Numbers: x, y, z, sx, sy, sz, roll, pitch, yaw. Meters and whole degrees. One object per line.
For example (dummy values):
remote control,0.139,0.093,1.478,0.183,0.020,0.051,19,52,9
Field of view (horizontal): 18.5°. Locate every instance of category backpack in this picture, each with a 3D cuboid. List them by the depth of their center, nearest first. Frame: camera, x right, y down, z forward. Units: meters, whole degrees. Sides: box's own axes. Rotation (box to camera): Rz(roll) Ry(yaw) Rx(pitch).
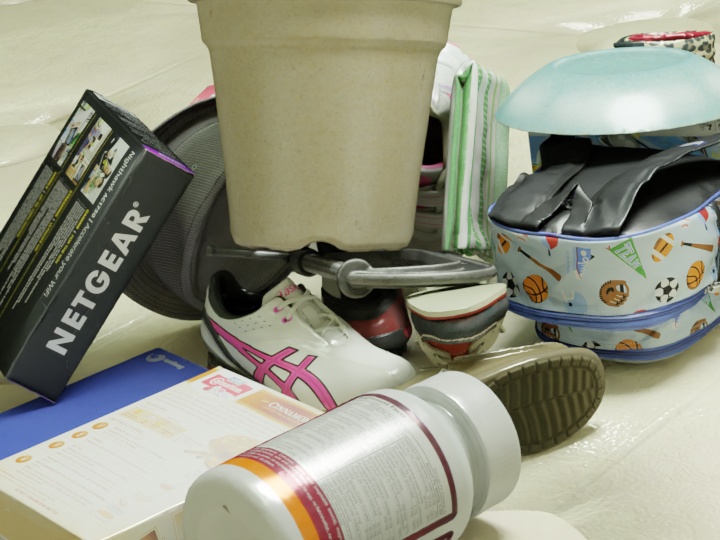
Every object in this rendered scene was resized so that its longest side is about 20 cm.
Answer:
backpack,0.184,-0.018,1.619,0.199,0.155,0.190,2,14,37

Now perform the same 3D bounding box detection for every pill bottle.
pill bottle,-0.002,0.137,1.348,0.199,0.110,0.109,-23,26,-39

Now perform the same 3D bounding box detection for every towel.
towel,0.095,-0.084,1.735,0.023,0.154,0.200,2,0,13

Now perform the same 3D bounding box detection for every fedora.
fedora,-0.103,-0.036,1.720,0.200,0.177,0.090,-51,29,5

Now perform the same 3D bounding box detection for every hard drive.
hard drive,-0.195,0.115,1.599,0.199,0.026,0.132,-23,25,-32

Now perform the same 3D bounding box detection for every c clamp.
c clamp,0.000,0.000,1.586,0.170,0.027,0.200,-1,5,-23

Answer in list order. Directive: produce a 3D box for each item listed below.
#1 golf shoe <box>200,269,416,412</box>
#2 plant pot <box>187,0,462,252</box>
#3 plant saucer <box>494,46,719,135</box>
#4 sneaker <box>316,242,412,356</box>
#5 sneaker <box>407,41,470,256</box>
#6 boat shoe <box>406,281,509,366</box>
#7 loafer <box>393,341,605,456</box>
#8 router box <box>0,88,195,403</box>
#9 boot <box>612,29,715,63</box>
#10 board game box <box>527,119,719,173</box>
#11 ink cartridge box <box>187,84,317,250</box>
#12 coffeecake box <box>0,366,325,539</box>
golf shoe,-0.043,0.055,1.603,0.199,0.093,0.072,12,28,39
plant pot,-0.027,-0.108,1.606,0.199,0.185,0.200,1,3,0
plant saucer,0.201,-0.143,1.704,0.200,0.039,0.201,-6,15,2
sneaker,0.000,0.003,1.710,0.070,0.098,0.201,-6,23,1
sneaker,0.046,-0.077,1.754,0.081,0.201,0.088,3,29,15
boat shoe,0.068,0.040,1.556,0.071,0.063,0.200,-4,2,0
loafer,0.070,0.090,1.489,0.199,0.076,0.067,-16,28,-18
router box,-0.216,-0.021,1.656,0.051,0.201,0.149,28,8,-31
boot,0.209,-0.117,1.848,0.202,0.155,0.074,-6,15,4
board game box,0.234,-0.063,1.735,0.199,0.136,0.034,1,22,25
ink cartridge box,-0.038,-0.084,1.874,0.199,0.147,0.085,-3,20,15
coffeecake box,-0.124,0.145,1.428,0.199,0.073,0.153,-23,25,-32
